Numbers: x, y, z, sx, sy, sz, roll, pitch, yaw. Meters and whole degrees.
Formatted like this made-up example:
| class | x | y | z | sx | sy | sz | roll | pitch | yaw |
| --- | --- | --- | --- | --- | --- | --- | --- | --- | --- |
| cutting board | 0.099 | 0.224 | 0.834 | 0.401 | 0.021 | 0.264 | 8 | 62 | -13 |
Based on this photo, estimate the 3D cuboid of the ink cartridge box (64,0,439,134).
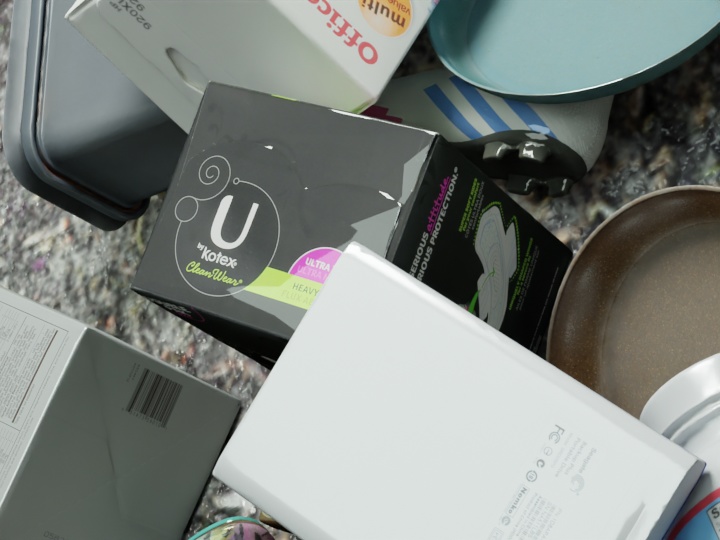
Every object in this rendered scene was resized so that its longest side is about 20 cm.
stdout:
| class | x | y | z | sx | sy | sz | roll | pitch | yaw |
| --- | --- | --- | --- | --- | --- | --- | --- | --- | --- |
| ink cartridge box | -0.039 | -0.184 | 1.294 | 0.145 | 0.147 | 0.200 | -28 | 26 | 51 |

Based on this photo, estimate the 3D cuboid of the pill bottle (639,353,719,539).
| class | x | y | z | sx | sy | sz | roll | pitch | yaw |
| --- | --- | --- | --- | --- | --- | --- | --- | --- | --- |
| pill bottle | 0.201 | 0.138 | 1.019 | 0.109 | 0.109 | 0.200 | -35 | 55 | 19 |

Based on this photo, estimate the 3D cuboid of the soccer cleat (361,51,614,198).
| class | x | y | z | sx | sy | sz | roll | pitch | yaw |
| --- | --- | --- | --- | --- | --- | --- | --- | --- | --- |
| soccer cleat | 0.060 | -0.092 | 1.316 | 0.200 | 0.070 | 0.086 | 8 | 61 | 36 |

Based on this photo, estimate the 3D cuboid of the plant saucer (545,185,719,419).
| class | x | y | z | sx | sy | sz | roll | pitch | yaw |
| --- | --- | --- | --- | --- | --- | --- | --- | --- | --- |
| plant saucer | 0.180 | 0.057 | 1.139 | 0.200 | 0.032 | 0.201 | 5 | 97 | 44 |

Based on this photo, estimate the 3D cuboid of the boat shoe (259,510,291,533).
| class | x | y | z | sx | sy | sz | roll | pitch | yaw |
| --- | --- | --- | --- | --- | --- | --- | --- | --- | --- |
| boat shoe | 0.027 | 0.120 | 1.237 | 0.200 | 0.071 | 0.065 | 2 | 73 | 38 |

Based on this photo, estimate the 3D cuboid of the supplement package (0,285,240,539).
| class | x | y | z | sx | sy | sz | roll | pitch | yaw |
| --- | --- | --- | --- | --- | --- | --- | --- | --- | --- |
| supplement package | -0.213 | 0.095 | 1.372 | 0.200 | 0.152 | 0.151 | 20 | 83 | 40 |

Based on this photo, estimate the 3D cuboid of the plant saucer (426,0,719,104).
| class | x | y | z | sx | sy | sz | roll | pitch | yaw |
| --- | --- | --- | --- | --- | --- | --- | --- | --- | --- |
| plant saucer | 0.135 | -0.160 | 1.269 | 0.200 | 0.027 | 0.200 | -15 | 42 | 14 |

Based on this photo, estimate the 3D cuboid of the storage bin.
| class | x | y | z | sx | sy | sz | roll | pitch | yaw |
| --- | --- | --- | --- | --- | --- | --- | --- | --- | --- |
| storage bin | -0.123 | -0.138 | 1.411 | 0.134 | 0.145 | 0.201 | -12 | 63 | 32 |

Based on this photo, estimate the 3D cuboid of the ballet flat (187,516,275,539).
| class | x | y | z | sx | sy | sz | roll | pitch | yaw |
| --- | --- | --- | --- | --- | --- | --- | --- | --- | --- |
| ballet flat | -0.118 | 0.224 | 1.291 | 0.200 | 0.069 | 0.071 | -41 | 28 | 23 |

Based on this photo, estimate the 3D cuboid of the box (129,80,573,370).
| class | x | y | z | sx | sy | sz | roll | pitch | yaw |
| --- | --- | --- | --- | --- | --- | --- | --- | --- | --- |
| box | 0.000 | 0.000 | 1.211 | 0.148 | 0.200 | 0.125 | 15 | 79 | 29 |

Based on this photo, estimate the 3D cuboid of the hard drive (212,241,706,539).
| class | x | y | z | sx | sy | sz | roll | pitch | yaw |
| --- | --- | --- | --- | --- | --- | --- | --- | --- | --- |
| hard drive | 0.042 | 0.092 | 1.039 | 0.200 | 0.025 | 0.132 | 33 | 93 | 26 |
